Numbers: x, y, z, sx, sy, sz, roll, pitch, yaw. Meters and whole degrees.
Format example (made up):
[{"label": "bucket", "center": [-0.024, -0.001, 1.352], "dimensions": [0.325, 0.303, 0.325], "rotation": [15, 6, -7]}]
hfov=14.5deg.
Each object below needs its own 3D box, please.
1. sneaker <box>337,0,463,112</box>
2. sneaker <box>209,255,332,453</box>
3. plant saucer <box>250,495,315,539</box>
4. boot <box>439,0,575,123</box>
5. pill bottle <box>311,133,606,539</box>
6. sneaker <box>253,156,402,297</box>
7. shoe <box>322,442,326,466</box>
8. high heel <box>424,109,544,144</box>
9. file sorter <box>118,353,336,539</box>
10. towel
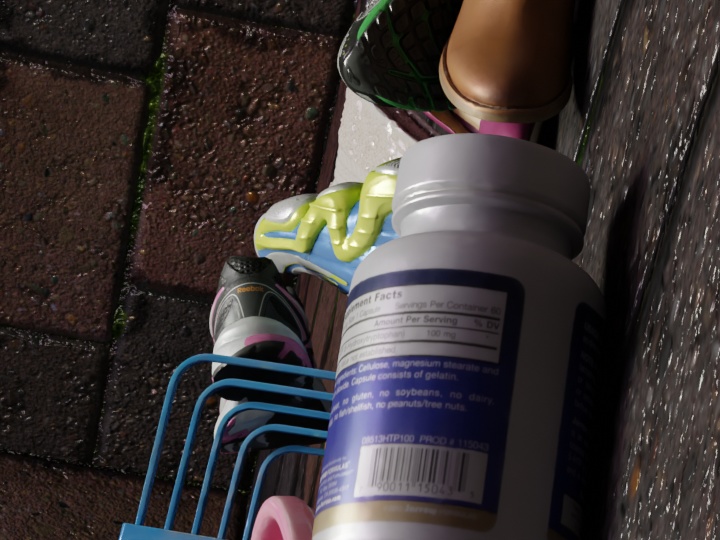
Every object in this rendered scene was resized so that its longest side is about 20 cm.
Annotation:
[{"label": "sneaker", "center": [0.035, -0.138, 1.635], "dimensions": [0.200, 0.085, 0.078], "rotation": [-38, -65, -58]}, {"label": "sneaker", "center": [-0.055, 0.051, 1.768], "dimensions": [0.200, 0.080, 0.087], "rotation": [97, 168, -67]}, {"label": "plant saucer", "center": [-0.025, 0.219, 1.488], "dimensions": [0.200, 0.051, 0.202], "rotation": [-179, 90, -80]}, {"label": "boot", "center": [0.089, -0.184, 1.528], "dimensions": [0.200, 0.073, 0.155], "rotation": [-80, -3, -53]}, {"label": "pill bottle", "center": [0.049, 0.048, 1.274], "dimensions": [0.120, 0.119, 0.201], "rotation": [111, 169, -69]}, {"label": "sneaker", "center": [0.000, 0.000, 1.697], "dimensions": [0.200, 0.075, 0.106], "rotation": [-25, 75, 60]}, {"label": "shoe", "center": [0.004, 0.161, 1.947], "dimensions": [0.200, 0.070, 0.054], "rotation": [-99, 26, -72]}, {"label": "high heel", "center": [0.056, -0.095, 1.667], "dimensions": [0.200, 0.096, 0.068], "rotation": [-97, 17, -77]}, {"label": "file sorter", "center": [-0.035, 0.142, 1.686], "dimensions": [0.200, 0.138, 0.123], "rotation": [55, -134, -65]}, {"label": "towel", "center": [0.029, -0.021, 1.752], "dimensions": [0.200, 0.034, 0.133], "rotation": [45, 129, 51]}]
